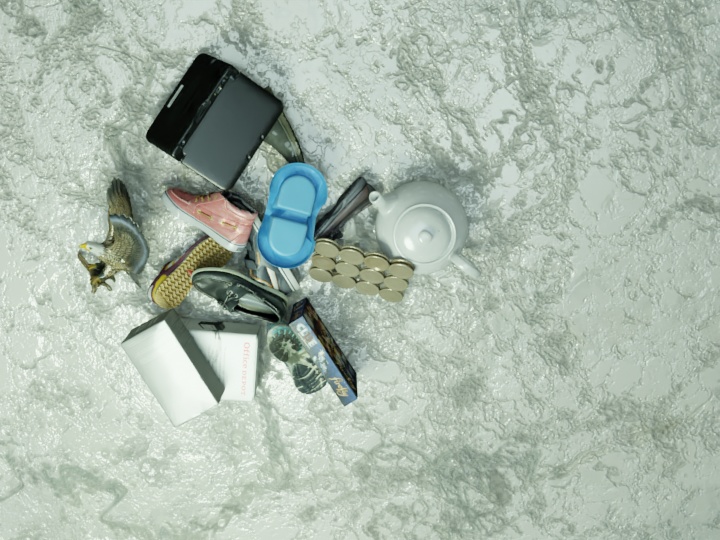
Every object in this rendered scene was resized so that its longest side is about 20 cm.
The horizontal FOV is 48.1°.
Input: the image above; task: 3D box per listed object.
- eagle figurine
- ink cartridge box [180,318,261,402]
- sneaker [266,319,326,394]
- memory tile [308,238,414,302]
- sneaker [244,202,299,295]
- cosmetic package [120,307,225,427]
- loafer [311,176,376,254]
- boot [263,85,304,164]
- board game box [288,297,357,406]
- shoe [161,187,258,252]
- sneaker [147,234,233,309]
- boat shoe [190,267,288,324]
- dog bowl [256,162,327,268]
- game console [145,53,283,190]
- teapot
[{"bbox_3d":[-0.467,-0.052,1.548,0.152,0.151,0.200,38,108,1],"label":"eagle figurine"},{"bbox_3d":[-0.307,0.181,1.643,0.199,0.084,0.146,5,102,-1],"label":"ink cartridge box"},{"bbox_3d":[-0.128,0.169,1.653,0.077,0.086,0.200,-30,126,-2],"label":"sneaker"},{"bbox_3d":[0.000,0.000,1.584,0.199,0.153,0.017,16,59,0],"label":"memory tile"},{"bbox_3d":[-0.199,-0.032,1.596,0.079,0.078,0.200,-28,104,0],"label":"sneaker"},{"bbox_3d":[-0.359,0.188,1.560,0.107,0.090,0.200,-27,104,6],"label":"cosmetic package"},{"bbox_3d":[-0.042,-0.092,1.592,0.063,0.072,0.200,40,97,-14],"label":"loafer"},{"bbox_3d":[-0.227,-0.240,1.549,0.200,0.073,0.182,-28,89,-1],"label":"boot"},{"bbox_3d":[-0.072,0.160,1.617,0.035,0.136,0.200,-31,103,6],"label":"board game box"},{"bbox_3d":[-0.288,-0.126,1.550,0.200,0.071,0.091,34,114,13],"label":"shoe"},{"bbox_3d":[-0.342,-0.011,1.604,0.200,0.090,0.075,-42,121,-18],"label":"sneaker"},{"bbox_3d":[-0.236,0.056,1.566,0.199,0.066,0.075,25,131,-23],"label":"boat shoe"},{"bbox_3d":[-0.132,-0.104,1.533,0.111,0.050,0.201,14,91,-13],"label":"dog bowl"},{"bbox_3d":[-0.276,-0.280,1.516,0.200,0.176,0.116,-57,138,-2],"label":"game console"},{"bbox_3d":[0.124,-0.073,1.558,0.199,0.146,0.198,-7,104,0],"label":"teapot"}]
